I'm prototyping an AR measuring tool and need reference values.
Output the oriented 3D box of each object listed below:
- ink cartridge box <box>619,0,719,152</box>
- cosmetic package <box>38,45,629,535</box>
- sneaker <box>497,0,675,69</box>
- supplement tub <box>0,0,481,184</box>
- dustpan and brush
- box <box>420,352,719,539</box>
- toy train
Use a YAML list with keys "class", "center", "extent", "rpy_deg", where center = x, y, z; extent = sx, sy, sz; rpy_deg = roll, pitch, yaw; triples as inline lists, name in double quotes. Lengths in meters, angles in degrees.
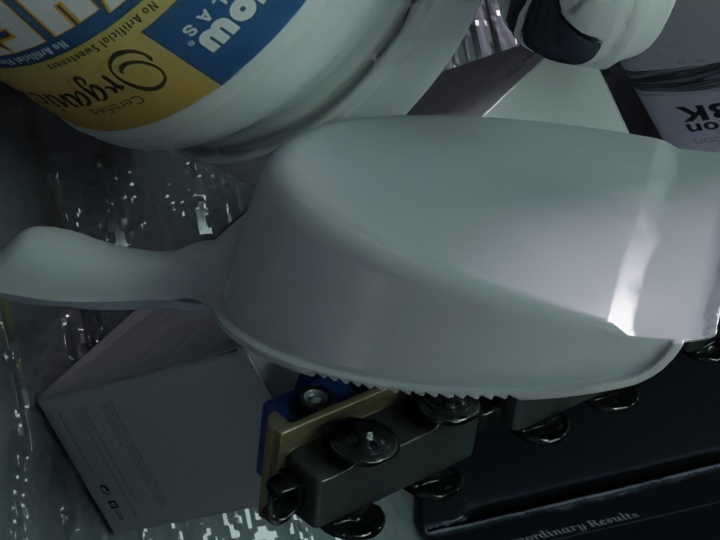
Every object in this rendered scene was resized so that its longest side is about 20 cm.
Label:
- class: "ink cartridge box"
  center: [0.154, -0.116, 0.901]
  extent: [0.200, 0.146, 0.083]
  rpy_deg: [50, 37, -54]
- class: "cosmetic package"
  center: [0.000, 0.000, 0.778]
  extent: [0.200, 0.082, 0.051]
  rpy_deg: [-44, 110, -46]
- class: "sneaker"
  center: [0.111, -0.103, 0.714]
  extent: [0.129, 0.080, 0.199]
  rpy_deg: [19, 28, -5]
- class: "supplement tub"
  center: [-0.071, -0.120, 0.688]
  extent: [0.200, 0.144, 0.145]
  rpy_deg: [32, 55, -38]
- class: "dustpan and brush"
  center: [-0.009, -0.003, 0.671]
  extent: [0.140, 0.199, 0.058]
  rpy_deg: [-61, 162, -66]
- class: "box"
  center: [0.139, 0.059, 0.868]
  extent: [0.200, 0.147, 0.105]
  rpy_deg: [32, 55, -39]
- class: "toy train"
  center: [0.045, 0.021, 0.703]
  extent: [0.199, 0.046, 0.034]
  rpy_deg: [-23, 135, -38]
